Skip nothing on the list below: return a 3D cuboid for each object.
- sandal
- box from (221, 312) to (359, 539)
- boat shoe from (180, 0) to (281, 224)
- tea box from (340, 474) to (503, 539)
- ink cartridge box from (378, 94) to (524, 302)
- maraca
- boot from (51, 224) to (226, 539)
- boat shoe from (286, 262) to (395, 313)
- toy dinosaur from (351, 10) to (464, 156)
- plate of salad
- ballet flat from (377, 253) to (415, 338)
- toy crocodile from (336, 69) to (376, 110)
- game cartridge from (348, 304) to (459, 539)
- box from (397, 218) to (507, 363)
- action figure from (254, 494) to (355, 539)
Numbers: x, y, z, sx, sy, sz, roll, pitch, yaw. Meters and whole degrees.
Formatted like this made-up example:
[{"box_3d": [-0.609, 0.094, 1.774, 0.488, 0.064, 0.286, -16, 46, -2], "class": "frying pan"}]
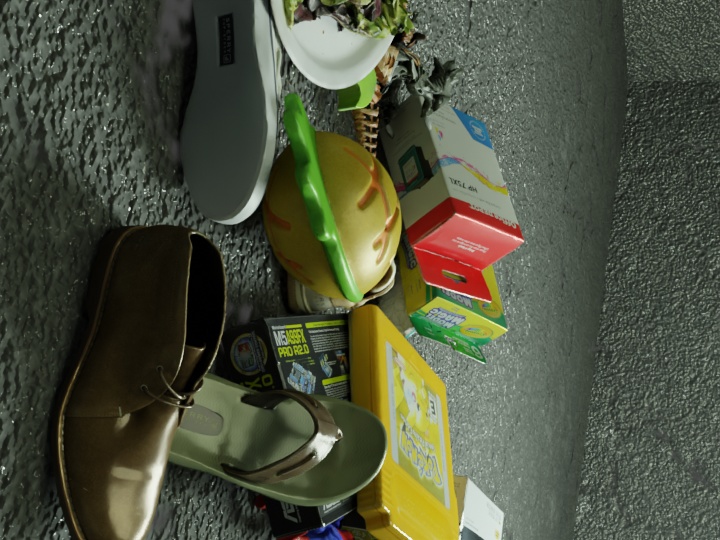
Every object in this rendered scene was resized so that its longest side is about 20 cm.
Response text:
[{"box_3d": [-0.061, 0.114, 0.641, 0.200, 0.057, 0.081, 18, 68, -33], "class": "sandal"}, {"box_3d": [-0.032, 0.119, 0.787, 0.200, 0.044, 0.162, 2, 70, -69], "class": "box"}, {"box_3d": [-0.082, -0.132, 0.669, 0.070, 0.070, 0.202, 8, 79, -66], "class": "boat shoe"}, {"box_3d": [0.063, 0.331, 1.011, 0.200, 0.132, 0.198, 52, 44, -59], "class": "tea box"}, {"box_3d": [0.098, -0.076, 0.982, 0.116, 0.067, 0.201, 16, 50, -42], "class": "ink cartridge box"}, {"box_3d": [-0.026, -0.050, 0.719, 0.200, 0.106, 0.138, 62, 10, -68], "class": "maraca"}, {"box_3d": [-0.126, 0.070, 0.551, 0.073, 0.075, 0.202, 18, 75, -52], "class": "boot"}, {"box_3d": [0.000, 0.000, 0.889, 0.200, 0.069, 0.074, -35, 126, -64], "class": "boat shoe"}, {"box_3d": [0.015, -0.198, 0.914, 0.135, 0.102, 0.201, 31, 81, -50], "class": "toy dinosaur"}, {"box_3d": [-0.001, -0.234, 0.695, 0.200, 0.048, 0.202, -35, 133, -49], "class": "plate of salad"}, {"box_3d": [0.053, 0.006, 1.058, 0.200, 0.071, 0.072, -56, 143, -56], "class": "ballet flat"}, {"box_3d": [-0.038, -0.206, 0.765, 0.200, 0.067, 0.062, 55, 44, -58], "class": "toy crocodile"}, {"box_3d": [0.042, 0.157, 0.842, 0.176, 0.032, 0.201, 49, 28, -47], "class": "game cartridge"}, {"box_3d": [0.093, -0.003, 1.013, 0.117, 0.048, 0.201, 24, 46, -37], "class": "box"}, {"box_3d": [-0.012, 0.227, 0.857, 0.099, 0.065, 0.200, -35, 147, -4], "class": "action figure"}]
